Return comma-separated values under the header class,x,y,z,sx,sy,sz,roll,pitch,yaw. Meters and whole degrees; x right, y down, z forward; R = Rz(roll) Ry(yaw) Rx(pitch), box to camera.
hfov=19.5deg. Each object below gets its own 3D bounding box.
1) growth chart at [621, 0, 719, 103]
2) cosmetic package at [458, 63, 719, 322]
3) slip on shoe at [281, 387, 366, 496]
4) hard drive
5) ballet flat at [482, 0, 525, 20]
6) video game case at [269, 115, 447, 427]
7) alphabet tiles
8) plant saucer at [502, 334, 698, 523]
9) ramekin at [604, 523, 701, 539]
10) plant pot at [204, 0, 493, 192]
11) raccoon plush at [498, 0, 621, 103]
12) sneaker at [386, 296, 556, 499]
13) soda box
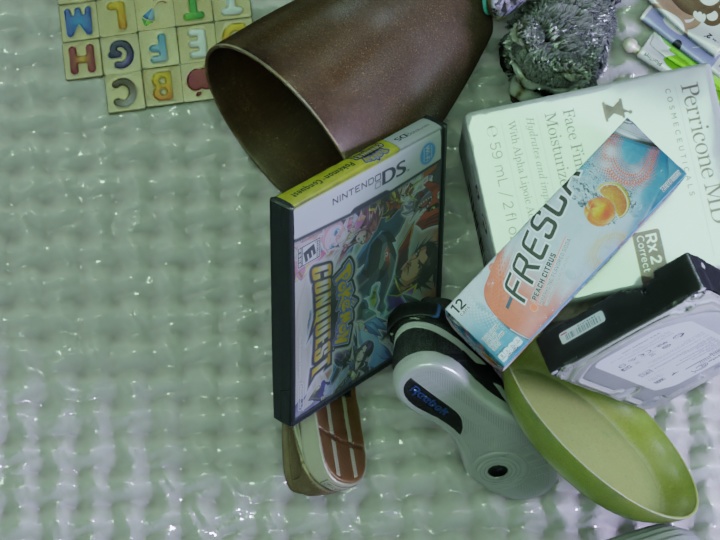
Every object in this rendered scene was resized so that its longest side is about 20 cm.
class,x,y,z,sx,sy,sz,roll,pitch,yaw
growth chart,0.307,-0.241,1.780,0.144,0.018,0.201,28,83,6
cosmetic package,0.193,-0.054,1.681,0.199,0.165,0.166,-13,83,0
slip on shoe,-0.037,0.087,1.721,0.060,0.076,0.201,-23,66,43
hard drive,0.239,0.052,1.631,0.139,0.200,0.038,-31,66,20
ballet flat,0.151,-0.286,1.728,0.072,0.072,0.201,15,54,4
video game case,0.000,0.000,1.640,0.025,0.201,0.180,25,40,34
alphabet tiles,-0.178,-0.238,1.799,0.165,0.006,0.201,-7,82,0
plant saucer,0.182,0.130,1.652,0.200,0.200,0.031,44,111,7
ramekin,0.234,0.292,1.619,0.105,0.200,0.201,-22,82,-11
plant pot,0.008,-0.166,1.711,0.200,0.187,0.187,-41,82,-19
raccoon plush,0.172,-0.222,1.720,0.096,0.134,0.201,17,83,4
sneaker,0.095,0.092,1.690,0.073,0.200,0.112,-26,41,21
soda box,0.151,-0.017,1.558,0.064,0.068,0.200,43,87,6
